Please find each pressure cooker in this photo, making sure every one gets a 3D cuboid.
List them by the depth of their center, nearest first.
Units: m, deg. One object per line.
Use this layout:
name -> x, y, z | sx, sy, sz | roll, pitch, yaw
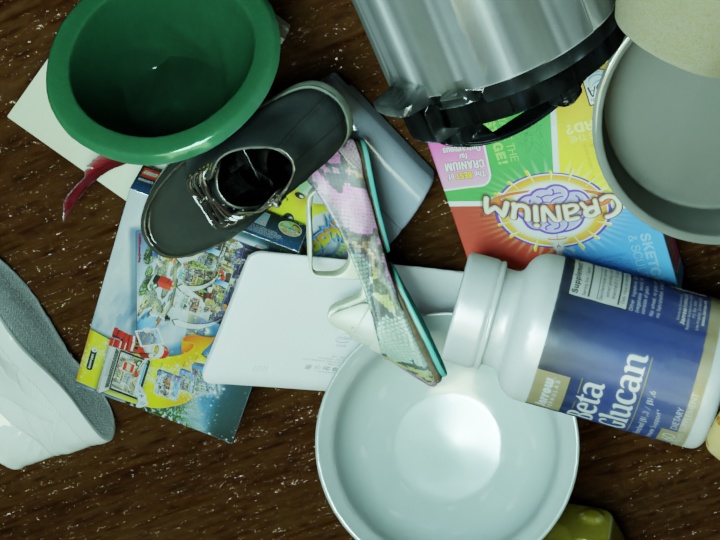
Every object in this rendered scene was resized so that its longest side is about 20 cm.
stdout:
pressure cooker -> 0.082, -0.186, 1.433 | 0.175, 0.179, 0.201 | -17, 116, 18

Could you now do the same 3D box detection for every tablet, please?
tablet -> -0.012, 0.045, 1.642 | 0.199, 0.014, 0.130 | 5, 127, -26

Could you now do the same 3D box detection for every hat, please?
hat -> -0.130, -0.114, 1.568 | 0.199, 0.166, 0.176 | 21, 160, 24

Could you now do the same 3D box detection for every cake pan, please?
cake pan -> 0.258, -0.115, 1.495 | 0.199, 0.037, 0.201 | -2, 117, -4

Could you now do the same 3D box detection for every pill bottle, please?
pill bottle -> 0.164, 0.052, 1.553 | 0.199, 0.111, 0.111 | 15, 123, 3

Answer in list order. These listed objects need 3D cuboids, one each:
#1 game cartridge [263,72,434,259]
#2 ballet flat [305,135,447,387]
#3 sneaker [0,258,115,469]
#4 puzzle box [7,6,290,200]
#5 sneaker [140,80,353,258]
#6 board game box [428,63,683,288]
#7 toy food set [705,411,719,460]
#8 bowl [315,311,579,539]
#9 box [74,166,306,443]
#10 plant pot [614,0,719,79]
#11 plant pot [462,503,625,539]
game cartridge -> -0.047, -0.048, 1.633 | 0.200, 0.041, 0.133 | -37, 112, 29
ballet flat -> 0.000, 0.000, 1.573 | 0.071, 0.069, 0.201 | -20, 103, 0
sneaker -> -0.301, 0.081, 1.746 | 0.115, 0.074, 0.200 | -22, 116, 20
puzzle box -> -0.159, -0.149, 1.600 | 0.133, 0.025, 0.200 | 36, 122, -10
sneaker -> -0.102, -0.058, 1.505 | 0.200, 0.106, 0.075 | -36, 97, 33
board game box -> 0.142, -0.062, 1.578 | 0.152, 0.040, 0.201 | -11, 118, 19
toy food set -> 0.314, 0.040, 1.519 | 0.049, 0.198, 0.201 | 27, 113, 12
bowl -> 0.066, 0.136, 1.647 | 0.200, 0.090, 0.202 | 0, 82, 2
box -> -0.133, 0.029, 1.658 | 0.136, 0.038, 0.200 | 20, 125, -1
plant pot -> 0.242, -0.230, 1.351 | 0.187, 0.187, 0.201 | 23, 117, -3
plant pot -> 0.130, 0.293, 1.721 | 0.195, 0.194, 0.201 | 8, 117, 7
